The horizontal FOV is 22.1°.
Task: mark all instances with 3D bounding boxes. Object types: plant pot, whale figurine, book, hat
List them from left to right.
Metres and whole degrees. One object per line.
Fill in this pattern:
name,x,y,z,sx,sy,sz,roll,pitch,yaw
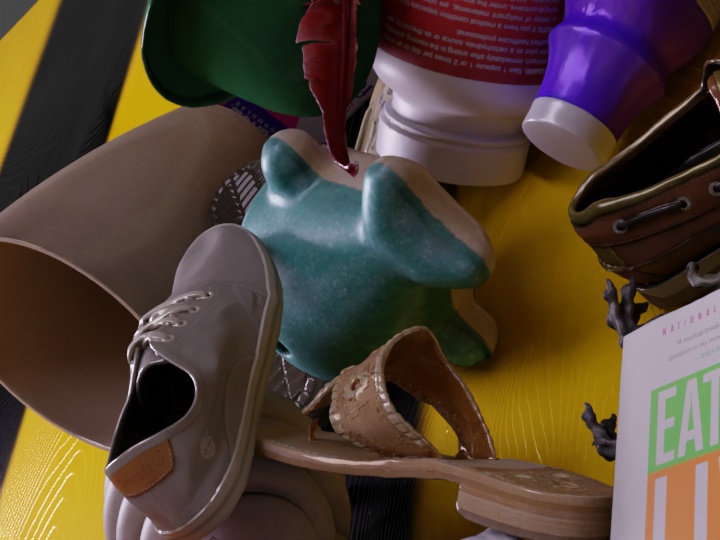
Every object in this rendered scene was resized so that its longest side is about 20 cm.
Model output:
plant pot,-0.138,-0.015,1.210,0.187,0.187,0.200,-22,26,50
whale figurine,0.000,0.000,0.933,0.104,0.159,0.200,-46,7,-13
hat,0.000,-0.105,0.934,0.200,0.176,0.166,-40,-25,-26
book,0.144,0.101,0.660,0.133,0.048,0.201,-27,47,47

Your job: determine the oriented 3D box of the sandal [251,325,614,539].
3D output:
sandal,0.031,0.060,0.802,0.211,0.077,0.070,12,96,47

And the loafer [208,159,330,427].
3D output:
loafer,-0.037,0.016,1.099,0.076,0.067,0.201,-39,44,27

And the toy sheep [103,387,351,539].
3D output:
toy sheep,-0.063,0.123,0.922,0.138,0.138,0.200,-53,24,2

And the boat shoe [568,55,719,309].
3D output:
boat shoe,0.178,-0.063,0.802,0.200,0.068,0.072,-43,25,21

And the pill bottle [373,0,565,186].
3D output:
pill bottle,0.066,-0.153,0.994,0.112,0.112,0.201,-120,37,-64

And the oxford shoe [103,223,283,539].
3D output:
oxford shoe,-0.080,0.038,0.868,0.075,0.058,0.201,-36,29,28

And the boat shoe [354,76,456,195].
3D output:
boat shoe,0.037,-0.113,1.115,0.063,0.073,0.201,-11,49,53

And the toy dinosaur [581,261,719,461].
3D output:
toy dinosaur,0.133,0.048,0.774,0.088,0.047,0.201,10,70,56

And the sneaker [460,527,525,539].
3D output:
sneaker,0.032,0.150,0.713,0.099,0.075,0.200,-10,5,-4

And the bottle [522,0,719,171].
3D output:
bottle,0.148,-0.146,0.946,0.065,0.083,0.201,13,70,51

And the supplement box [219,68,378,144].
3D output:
supplement box,-0.022,-0.181,1.277,0.200,0.101,0.104,-44,27,22
